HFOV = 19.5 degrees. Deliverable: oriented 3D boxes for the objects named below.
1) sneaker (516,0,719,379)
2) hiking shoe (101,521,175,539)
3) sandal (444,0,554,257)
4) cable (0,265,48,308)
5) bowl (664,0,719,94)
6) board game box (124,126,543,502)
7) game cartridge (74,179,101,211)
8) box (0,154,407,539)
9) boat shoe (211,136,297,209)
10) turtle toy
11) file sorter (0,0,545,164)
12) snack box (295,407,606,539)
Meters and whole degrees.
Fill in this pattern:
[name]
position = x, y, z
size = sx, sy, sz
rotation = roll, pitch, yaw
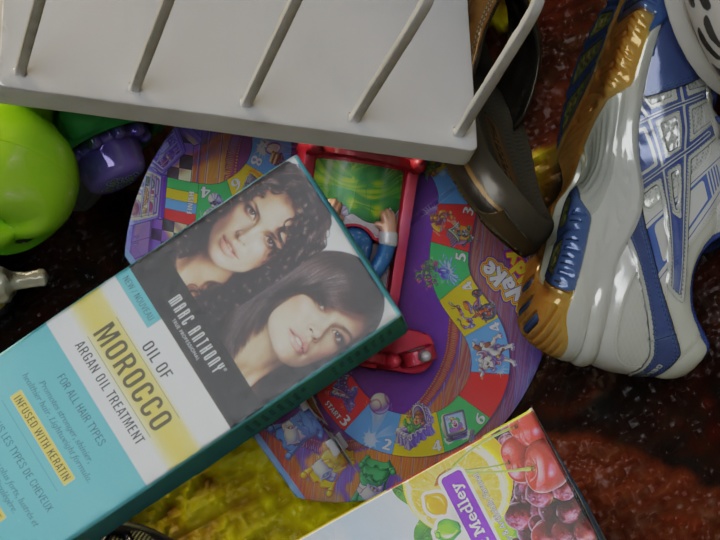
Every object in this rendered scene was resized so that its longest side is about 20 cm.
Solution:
[sneaker]
position = 0.134, -0.047, 0.940
size = 0.087, 0.075, 0.202
rotation = 18, 78, -9
[hiking shoe]
position = -0.153, 0.134, 0.924
size = 0.198, 0.101, 0.076
rotation = 13, 81, 14
[sandal]
position = 0.053, -0.100, 0.934
size = 0.054, 0.082, 0.201
rotation = -32, 53, 22
[cable]
position = -0.247, 0.001, 0.980
size = 0.199, 0.050, 0.098
rotation = -25, 101, 8
[bowl]
position = 0.192, -0.127, 0.902
size = 0.094, 0.200, 0.203
rotation = -16, 71, 41
[board game box]
position = 0.000, 0.000, 0.914
size = 0.158, 0.039, 0.201
rotation = -37, 99, -12
[game cartridge]
position = -0.161, -0.131, 1.023
size = 0.132, 0.041, 0.202
rotation = 7, 79, 16
[box]
position = -0.084, 0.044, 0.864
size = 0.199, 0.049, 0.083
rotation = -34, 81, -1
[boat shoe]
position = -0.044, -0.036, 0.963
size = 0.062, 0.072, 0.201
rotation = 22, 94, -29
[turtle toy]
position = -0.141, -0.079, 0.908
size = 0.144, 0.200, 0.102
rotation = 11, 115, 1
[file sorter]
position = -0.034, -0.143, 0.829
size = 0.198, 0.125, 0.140
rotation = 7, 61, -17
[snack box]
position = 0.008, 0.147, 0.857
size = 0.199, 0.169, 0.068
rotation = -28, 70, 4
